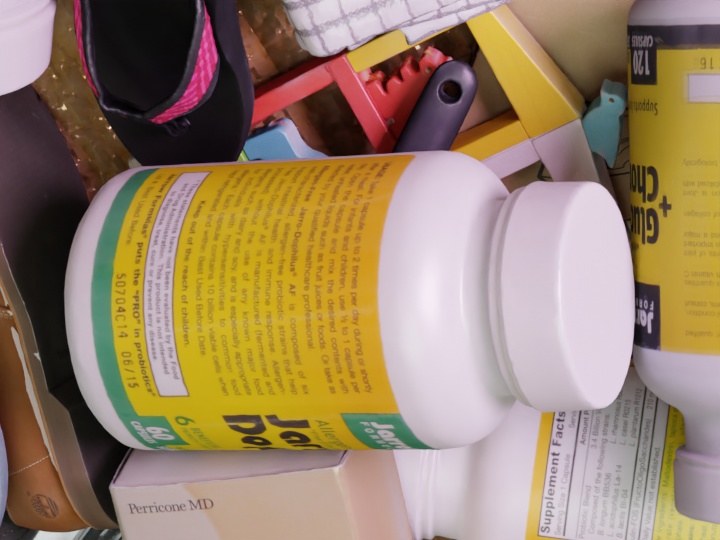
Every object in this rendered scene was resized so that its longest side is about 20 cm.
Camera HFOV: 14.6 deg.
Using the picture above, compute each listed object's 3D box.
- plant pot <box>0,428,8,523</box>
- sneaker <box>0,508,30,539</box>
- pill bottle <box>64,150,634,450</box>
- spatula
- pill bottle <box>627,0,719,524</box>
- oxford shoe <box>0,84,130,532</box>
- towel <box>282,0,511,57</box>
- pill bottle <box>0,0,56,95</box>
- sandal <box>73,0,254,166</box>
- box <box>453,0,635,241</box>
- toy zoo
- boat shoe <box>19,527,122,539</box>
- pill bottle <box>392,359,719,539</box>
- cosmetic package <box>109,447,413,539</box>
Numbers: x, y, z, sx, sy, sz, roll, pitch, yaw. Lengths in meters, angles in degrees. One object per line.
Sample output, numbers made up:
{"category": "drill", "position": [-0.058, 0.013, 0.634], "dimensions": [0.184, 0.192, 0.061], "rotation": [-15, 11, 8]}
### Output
{"category": "plant pot", "position": [-0.250, 0.101, 1.087], "dimensions": [0.199, 0.134, 0.201], "rotation": [6, 123, 9]}
{"category": "sneaker", "position": [-0.212, 0.042, 1.174], "dimensions": [0.199, 0.074, 0.089], "rotation": [31, 110, -10]}
{"category": "pill bottle", "position": [-0.002, 0.012, 1.072], "dimensions": [0.199, 0.113, 0.113], "rotation": [-2, 120, 24]}
{"category": "spatula", "position": [0.000, 0.000, 1.148], "dimensions": [0.056, 0.021, 0.201], "rotation": [28, 117, 0]}
{"category": "pill bottle", "position": [0.158, -0.008, 1.077], "dimensions": [0.111, 0.112, 0.201], "rotation": [-1, 95, 2]}
{"category": "oxford shoe", "position": [-0.146, 0.013, 1.156], "dimensions": [0.071, 0.071, 0.201], "rotation": [-11, 93, 30]}
{"category": "towel", "position": [0.041, -0.187, 1.054], "dimensions": [0.199, 0.086, 0.166], "rotation": [-22, 113, 11]}
{"category": "pill bottle", "position": [-0.155, -0.173, 1.049], "dimensions": [0.119, 0.120, 0.201], "rotation": [6, 118, -2]}
{"category": "sandal", "position": [-0.080, -0.096, 1.073], "dimensions": [0.075, 0.045, 0.201], "rotation": [22, 144, 13]}
{"category": "box", "position": [0.133, -0.042, 1.167], "dimensions": [0.199, 0.021, 0.164], "rotation": [16, 117, -6]}
{"category": "toy zoo", "position": [0.020, -0.033, 1.152], "dimensions": [0.199, 0.020, 0.132], "rotation": [-25, 107, 21]}
{"category": "boat shoe", "position": [-0.112, 0.108, 1.228], "dimensions": [0.056, 0.069, 0.200], "rotation": [33, 112, -16]}
{"category": "pill bottle", "position": [0.110, 0.089, 1.185], "dimensions": [0.199, 0.104, 0.105], "rotation": [7, 119, 7]}
{"category": "cosmetic package", "position": [-0.026, 0.155, 1.159], "dimensions": [0.105, 0.071, 0.201], "rotation": [-7, 113, 17]}
